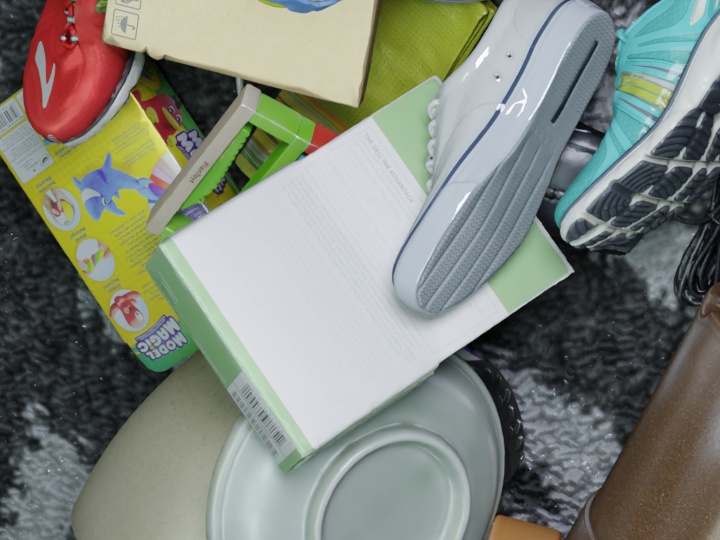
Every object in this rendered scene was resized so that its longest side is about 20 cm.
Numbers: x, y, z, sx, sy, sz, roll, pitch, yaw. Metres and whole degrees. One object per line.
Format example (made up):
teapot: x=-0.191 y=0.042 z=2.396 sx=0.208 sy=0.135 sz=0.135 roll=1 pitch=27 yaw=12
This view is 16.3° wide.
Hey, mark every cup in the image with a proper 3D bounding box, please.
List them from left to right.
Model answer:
cup: x=-0.063 y=0.120 z=1.555 sx=0.199 sy=0.200 sz=0.144 roll=26 pitch=109 yaw=16

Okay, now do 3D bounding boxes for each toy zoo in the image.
toy zoo: x=-0.014 y=-0.021 z=1.516 sx=0.199 sy=0.021 sz=0.131 roll=28 pitch=135 yaw=-14

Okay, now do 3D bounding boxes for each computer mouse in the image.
computer mouse: x=0.136 y=-0.069 z=1.440 sx=0.199 sy=0.046 sz=0.141 roll=29 pitch=122 yaw=15

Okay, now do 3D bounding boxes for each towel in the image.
towel: x=0.000 y=-0.108 z=1.515 sx=0.086 sy=0.018 sz=0.200 roll=39 pitch=124 yaw=7

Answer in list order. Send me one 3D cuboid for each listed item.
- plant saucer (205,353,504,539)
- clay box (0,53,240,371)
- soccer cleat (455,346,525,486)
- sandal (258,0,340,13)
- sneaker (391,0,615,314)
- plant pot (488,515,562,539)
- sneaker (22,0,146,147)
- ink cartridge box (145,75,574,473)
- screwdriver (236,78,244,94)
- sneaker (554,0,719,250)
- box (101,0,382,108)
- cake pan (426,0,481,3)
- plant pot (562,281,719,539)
plant saucer: x=0.008 y=0.136 z=1.467 sx=0.050 sy=0.199 sz=0.201 roll=30 pitch=130 yaw=55
clay box: x=-0.142 y=-0.045 z=1.601 sx=0.115 sy=0.048 sz=0.201 roll=-31 pitch=95 yaw=32
soccer cleat: x=0.031 y=0.059 z=1.528 sx=0.200 sy=0.068 sz=0.073 roll=50 pitch=166 yaw=-33
sandal: x=0.016 y=-0.191 z=1.354 sx=0.199 sy=0.087 sz=0.080 roll=-29 pitch=101 yaw=17
sneaker: x=0.068 y=-0.068 z=1.411 sx=0.071 sy=0.201 sz=0.073 roll=24 pitch=166 yaw=36
plant pot: x=0.131 y=0.259 z=1.511 sx=0.139 sy=0.200 sz=0.201 roll=10 pitch=117 yaw=6
sneaker: x=-0.165 y=-0.174 z=1.503 sx=0.077 sy=0.085 sz=0.201 roll=23 pitch=98 yaw=24
ink cartridge box: x=0.000 y=0.000 z=1.426 sx=0.146 sy=0.200 sz=0.048 roll=55 pitch=157 yaw=6
screwdriver: x=-0.081 y=-0.197 z=1.509 sx=0.028 sy=0.029 sz=0.201 roll=8 pitch=109 yaw=26
sneaker: x=0.170 y=-0.099 z=1.378 sx=0.080 sy=0.077 sz=0.200 roll=43 pitch=103 yaw=34
box: x=-0.058 y=-0.206 z=1.427 sx=0.163 sy=0.021 sz=0.201 roll=15 pitch=112 yaw=11
cake pan: x=0.038 y=-0.246 z=1.413 sx=0.199 sy=0.037 sz=0.202 roll=9 pitch=111 yaw=25
plant pot: x=0.227 y=0.125 z=1.399 sx=0.200 sy=0.200 sz=0.199 roll=28 pitch=113 yaw=15
